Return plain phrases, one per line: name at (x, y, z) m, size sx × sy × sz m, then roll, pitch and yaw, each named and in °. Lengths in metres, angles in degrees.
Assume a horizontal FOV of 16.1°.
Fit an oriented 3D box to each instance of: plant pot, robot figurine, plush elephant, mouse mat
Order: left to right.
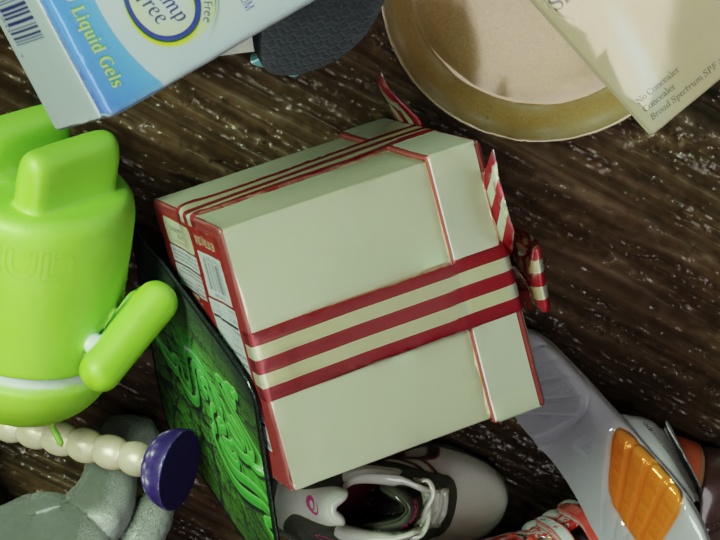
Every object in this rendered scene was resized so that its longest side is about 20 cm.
robot figurine at (-0.196, 0.005, 1.513) m, size 0.175 × 0.115 × 0.201 m, roll 28°, pitch 122°, yaw 31°
plush elephant at (-0.183, 0.214, 1.621) m, size 0.163 × 0.201 × 0.156 m, roll -16°, pitch 132°, yaw -2°
mouse mat at (-0.093, 0.081, 1.531) m, size 0.007 × 0.200 × 0.162 m, roll -20°, pitch 126°, yaw -18°
plant pot at (0.110, -0.176, 1.524) m, size 0.198 × 0.028 × 0.202 m, roll 0°, pitch 114°, yaw -1°

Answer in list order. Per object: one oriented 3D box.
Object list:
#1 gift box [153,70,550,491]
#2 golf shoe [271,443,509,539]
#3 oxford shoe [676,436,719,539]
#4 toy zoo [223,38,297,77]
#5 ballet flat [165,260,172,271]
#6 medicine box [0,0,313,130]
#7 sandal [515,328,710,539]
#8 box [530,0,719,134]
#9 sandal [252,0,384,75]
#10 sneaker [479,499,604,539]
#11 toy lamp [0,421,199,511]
gift box at (0.000, 0.000, 1.487) m, size 0.185 × 0.184 × 0.202 m, roll -18°, pitch 108°, yaw -16°
golf shoe at (0.026, 0.151, 1.594) m, size 0.199 × 0.088 × 0.078 m, roll 4°, pitch 94°, yaw -38°
oxford shoe at (0.207, 0.209, 1.669) m, size 0.072 × 0.071 × 0.201 m, roll 13°, pitch 112°, yaw -12°
toy zoo at (-0.069, -0.209, 1.508) m, size 0.130 × 0.020 × 0.201 m, roll -18°, pitch 112°, yaw 6°
ballet flat at (-0.067, 0.080, 1.607) m, size 0.068 × 0.069 × 0.200 m, roll -32°, pitch 110°, yaw 14°
medicine box at (-0.110, -0.203, 1.351) m, size 0.199 × 0.103 × 0.183 m, roll -32°, pitch 102°, yaw -19°
sandal at (0.167, 0.114, 1.604) m, size 0.207 × 0.059 × 0.079 m, roll 55°, pitch 135°, yaw 17°
box at (0.134, -0.187, 1.462) m, size 0.095 × 0.078 × 0.200 m, roll -41°, pitch 109°, yaw 16°
sandal at (-0.014, -0.207, 1.476) m, size 0.076 × 0.043 × 0.201 m, roll 5°, pitch 117°, yaw -29°
sneaker at (0.100, 0.184, 1.600) m, size 0.107 × 0.201 × 0.068 m, roll -30°, pitch 76°, yaw 6°
toy lamp at (-0.199, 0.103, 1.585) m, size 0.199 × 0.058 × 0.059 m, roll 14°, pitch 116°, yaw 24°
